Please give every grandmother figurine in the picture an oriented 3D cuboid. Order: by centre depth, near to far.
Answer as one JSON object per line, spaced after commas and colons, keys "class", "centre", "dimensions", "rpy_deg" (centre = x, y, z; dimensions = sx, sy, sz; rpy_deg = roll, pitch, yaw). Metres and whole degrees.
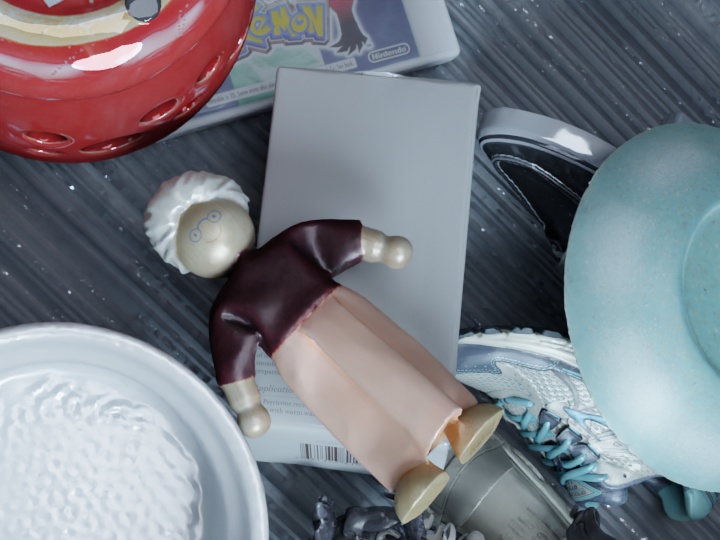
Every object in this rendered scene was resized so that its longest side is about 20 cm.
{"class": "grandmother figurine", "centre": [-0.024, 0.023, 0.857], "dimensions": [0.200, 0.061, 0.121], "rpy_deg": [41, 70, 13]}

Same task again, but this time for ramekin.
{"class": "ramekin", "centre": [-0.148, 0.125, 0.872], "dimensions": [0.199, 0.098, 0.202], "rpy_deg": [0, 90, -8]}

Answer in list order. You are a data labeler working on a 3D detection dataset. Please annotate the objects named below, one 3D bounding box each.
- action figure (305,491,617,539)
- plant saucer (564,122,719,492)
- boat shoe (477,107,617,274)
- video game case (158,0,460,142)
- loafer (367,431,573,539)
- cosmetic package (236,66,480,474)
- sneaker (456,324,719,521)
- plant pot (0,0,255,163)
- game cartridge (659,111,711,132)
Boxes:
{"class": "action figure", "centre": [0.038, 0.170, 0.911], "dimensions": [0.199, 0.119, 0.102], "rpy_deg": [-1, 47, 15]}
{"class": "plant saucer", "centre": [0.198, 0.016, 0.948], "dimensions": [0.200, 0.039, 0.202], "rpy_deg": [6, 79, -31]}
{"class": "boat shoe", "centre": [0.143, -0.018, 1.028], "dimensions": [0.200, 0.072, 0.068], "rpy_deg": [35, 72, -20]}
{"class": "video game case", "centre": [-0.059, -0.182, 0.999], "dimensions": [0.199, 0.023, 0.183], "rpy_deg": [-18, 89, -20]}
{"class": "loafer", "centre": [0.058, 0.112, 0.976], "dimensions": [0.200, 0.070, 0.070], "rpy_deg": [40, 76, -6]}
{"class": "cosmetic package", "centre": [0.000, 0.000, 0.937], "dimensions": [0.112, 0.081, 0.201], "rpy_deg": [7, 70, 2]}
{"class": "sneaker", "centre": [0.128, 0.088, 1.004], "dimensions": [0.199, 0.078, 0.087], "rpy_deg": [19, 81, -16]}
{"class": "plant pot", "centre": [-0.142, -0.162, 0.867], "dimensions": [0.199, 0.182, 0.202], "rpy_deg": [1, 86, -10]}
{"class": "game cartridge", "centre": [0.219, 0.021, 1.004], "dimensions": [0.200, 0.041, 0.134], "rpy_deg": [38, 68, -21]}
